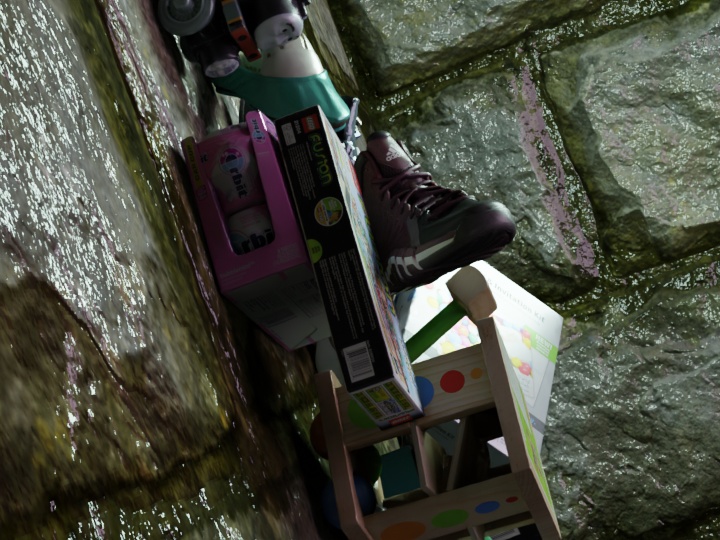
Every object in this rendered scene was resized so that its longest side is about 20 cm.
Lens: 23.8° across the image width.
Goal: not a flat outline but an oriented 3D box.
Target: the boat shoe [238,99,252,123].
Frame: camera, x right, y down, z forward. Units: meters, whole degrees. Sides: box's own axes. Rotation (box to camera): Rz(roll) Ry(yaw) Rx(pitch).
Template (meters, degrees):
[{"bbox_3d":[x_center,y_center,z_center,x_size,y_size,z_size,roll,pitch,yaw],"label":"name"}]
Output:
[{"bbox_3d":[-0.068,-0.100,1.431,0.062,0.072,0.202,67,10,-56],"label":"boat shoe"}]

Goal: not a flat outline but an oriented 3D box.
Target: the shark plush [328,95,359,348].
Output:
[{"bbox_3d":[-0.023,-0.036,1.374,0.083,0.090,0.203,19,60,-73],"label":"shark plush"}]

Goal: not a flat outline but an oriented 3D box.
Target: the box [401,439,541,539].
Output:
[{"bbox_3d":[0.120,0.201,1.904,0.201,0.122,0.200,62,8,-54],"label":"box"}]

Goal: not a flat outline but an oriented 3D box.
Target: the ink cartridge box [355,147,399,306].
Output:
[{"bbox_3d":[-0.006,-0.001,1.601,0.201,0.085,0.147,-98,166,-59],"label":"ink cartridge box"}]

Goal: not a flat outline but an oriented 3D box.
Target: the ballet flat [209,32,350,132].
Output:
[{"bbox_3d":[-0.071,-0.162,1.370,0.200,0.067,0.071,31,-54,57],"label":"ballet flat"}]

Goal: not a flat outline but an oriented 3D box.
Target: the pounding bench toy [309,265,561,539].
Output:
[{"bbox_3d":[0.042,0.107,1.257,0.125,0.154,0.202,62,14,-55],"label":"pounding bench toy"}]

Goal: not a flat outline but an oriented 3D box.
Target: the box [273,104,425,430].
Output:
[{"bbox_3d":[-0.007,-0.001,1.170,0.110,0.034,0.202,54,19,-69],"label":"box"}]

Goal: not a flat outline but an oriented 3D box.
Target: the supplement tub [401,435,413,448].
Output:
[{"bbox_3d":[0.098,0.167,1.606,0.201,0.121,0.124,91,-17,-61],"label":"supplement tub"}]

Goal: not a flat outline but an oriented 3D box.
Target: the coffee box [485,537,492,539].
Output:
[{"bbox_3d":[0.111,0.303,1.498,0.200,0.043,0.125,-137,-143,-71],"label":"coffee box"}]

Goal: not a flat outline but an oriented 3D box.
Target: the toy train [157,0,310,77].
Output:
[{"bbox_3d":[-0.111,-0.250,1.334,0.085,0.113,0.202,53,17,-68],"label":"toy train"}]

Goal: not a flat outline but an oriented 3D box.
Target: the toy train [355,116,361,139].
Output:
[{"bbox_3d":[-0.051,-0.099,1.376,0.046,0.034,0.200,53,31,5],"label":"toy train"}]

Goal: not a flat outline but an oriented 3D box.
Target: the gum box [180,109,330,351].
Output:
[{"bbox_3d":[-0.062,-0.025,1.226,0.200,0.065,0.115,52,19,-71],"label":"gum box"}]

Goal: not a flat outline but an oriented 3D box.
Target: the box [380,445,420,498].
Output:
[{"bbox_3d":[0.056,0.257,1.440,0.082,0.049,0.202,60,12,-60],"label":"box"}]

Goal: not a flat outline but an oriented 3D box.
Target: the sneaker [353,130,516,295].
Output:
[{"bbox_3d":[0.037,-0.051,1.227,0.200,0.075,0.117,-27,-101,65],"label":"sneaker"}]

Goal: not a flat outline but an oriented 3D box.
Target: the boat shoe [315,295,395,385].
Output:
[{"bbox_3d":[0.000,0.000,1.448,0.064,0.070,0.202,-66,169,-83],"label":"boat shoe"}]

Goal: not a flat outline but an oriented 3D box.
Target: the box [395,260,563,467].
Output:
[{"bbox_3d":[0.096,0.075,1.480,0.155,0.041,0.201,35,39,-14],"label":"box"}]
